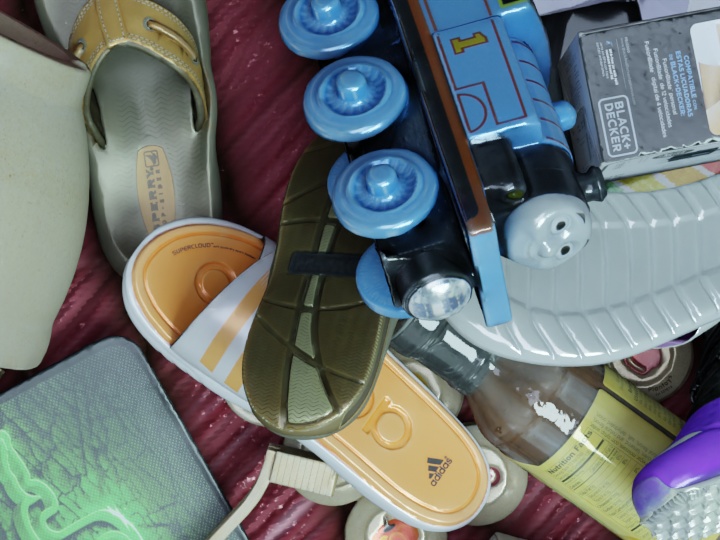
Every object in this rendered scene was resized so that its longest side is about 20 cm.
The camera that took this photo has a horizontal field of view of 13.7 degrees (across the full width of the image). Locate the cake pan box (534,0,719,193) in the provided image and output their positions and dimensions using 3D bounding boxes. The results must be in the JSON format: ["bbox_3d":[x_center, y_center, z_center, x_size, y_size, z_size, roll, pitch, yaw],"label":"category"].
[{"bbox_3d":[0.152,-0.093,1.415,0.200,0.052,0.184,-11,87,-1],"label":"cake pan box"}]

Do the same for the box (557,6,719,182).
[{"bbox_3d":[0.194,-0.088,1.335,0.200,0.117,0.060,-10,87,0],"label":"box"}]

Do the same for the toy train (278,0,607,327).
[{"bbox_3d":[0.035,-0.066,1.308,0.114,0.087,0.200,-17,51,0],"label":"toy train"}]

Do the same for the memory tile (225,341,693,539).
[{"bbox_3d":[0.045,0.044,1.447,0.200,0.017,0.153,-37,90,3],"label":"memory tile"}]

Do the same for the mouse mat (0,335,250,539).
[{"bbox_3d":[-0.134,0.150,1.452,0.161,0.008,0.200,-29,98,3],"label":"mouse mat"}]

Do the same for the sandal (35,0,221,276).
[{"bbox_3d":[-0.109,-0.090,1.423,0.080,0.054,0.200,-11,91,3],"label":"sandal"}]

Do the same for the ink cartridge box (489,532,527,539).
[{"bbox_3d":[0.137,0.220,1.415,0.200,0.084,0.145,16,93,1],"label":"ink cartridge box"}]

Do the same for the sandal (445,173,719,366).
[{"bbox_3d":[0.129,0.003,1.362,0.203,0.050,0.083,-11,70,-14],"label":"sandal"}]

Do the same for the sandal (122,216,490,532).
[{"bbox_3d":[-0.013,0.041,1.396,0.207,0.059,0.079,37,65,-8],"label":"sandal"}]

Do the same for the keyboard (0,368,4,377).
[{"bbox_3d":[-0.254,0.048,1.458,0.127,0.021,0.200,-43,91,3],"label":"keyboard"}]

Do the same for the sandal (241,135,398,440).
[{"bbox_3d":[0.000,0.000,1.357,0.080,0.054,0.200,8,56,19],"label":"sandal"}]

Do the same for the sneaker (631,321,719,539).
[{"bbox_3d":[0.181,0.052,1.384,0.200,0.070,0.100,-24,75,-39],"label":"sneaker"}]

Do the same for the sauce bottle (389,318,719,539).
[{"bbox_3d":[0.101,0.071,1.403,0.200,0.065,0.065,37,93,-12],"label":"sauce bottle"}]

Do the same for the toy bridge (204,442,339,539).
[{"bbox_3d":[-0.064,0.180,1.440,0.067,0.027,0.200,14,98,0],"label":"toy bridge"}]

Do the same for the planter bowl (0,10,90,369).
[{"bbox_3d":[-0.204,-0.061,1.358,0.200,0.200,0.135,29,97,1],"label":"planter bowl"}]
